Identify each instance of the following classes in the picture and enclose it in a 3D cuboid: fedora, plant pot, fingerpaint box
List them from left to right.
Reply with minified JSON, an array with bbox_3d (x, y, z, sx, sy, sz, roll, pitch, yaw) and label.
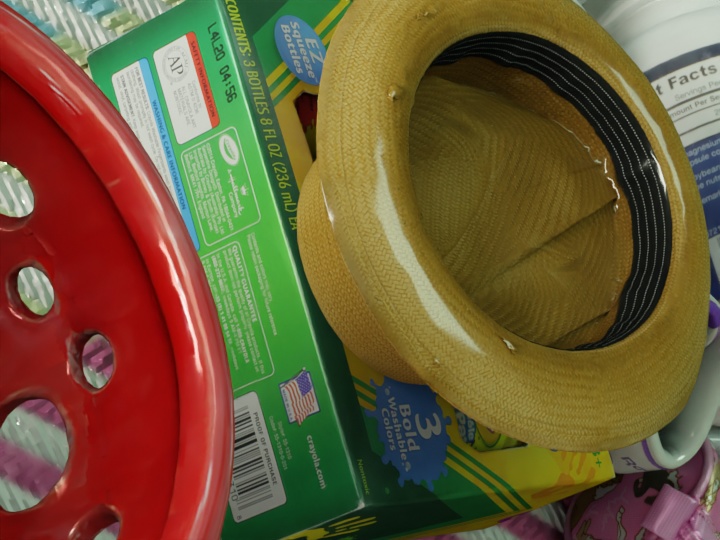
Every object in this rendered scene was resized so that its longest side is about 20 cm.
[{"bbox_3d":[-0.164,0.040,0.747,0.200,0.182,0.201,32,46,-40],"label":"plant pot"},{"bbox_3d":[0.000,0.000,1.086,0.167,0.073,0.201,0,70,-53],"label":"fingerpaint box"},{"bbox_3d":[0.040,-0.016,1.014,0.200,0.082,0.201,23,56,-38],"label":"fedora"}]

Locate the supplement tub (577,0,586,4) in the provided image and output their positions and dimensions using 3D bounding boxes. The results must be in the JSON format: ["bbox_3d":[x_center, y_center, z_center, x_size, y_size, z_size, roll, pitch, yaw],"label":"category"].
[{"bbox_3d":[0.018,-0.187,1.165,0.200,0.140,0.141,17,57,-47],"label":"supplement tub"}]

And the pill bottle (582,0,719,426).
[{"bbox_3d":[0.160,-0.043,1.227,0.111,0.111,0.200,15,52,-49],"label":"pill bottle"}]

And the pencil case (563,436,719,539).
[{"bbox_3d":[0.172,0.144,1.218,0.200,0.086,0.083,41,49,-28],"label":"pencil case"}]

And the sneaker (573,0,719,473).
[{"bbox_3d":[0.105,-0.017,1.149,0.073,0.114,0.201,-14,99,-31],"label":"sneaker"}]

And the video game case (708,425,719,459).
[{"bbox_3d":[0.190,0.002,1.289,0.199,0.024,0.182,3,62,-14],"label":"video game case"}]
